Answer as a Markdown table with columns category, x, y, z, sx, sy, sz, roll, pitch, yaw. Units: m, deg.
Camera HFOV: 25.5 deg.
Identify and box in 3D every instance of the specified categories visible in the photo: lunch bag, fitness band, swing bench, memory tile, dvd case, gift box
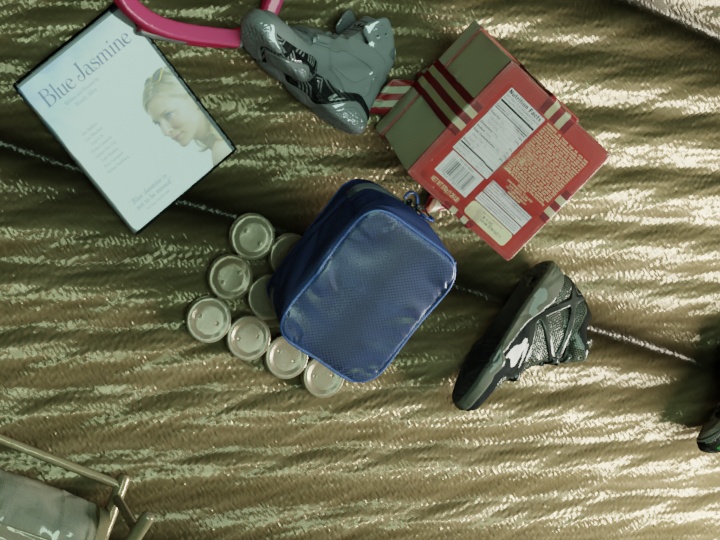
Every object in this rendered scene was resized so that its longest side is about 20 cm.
| category | x | y | z | sx | sy | sz | roll | pitch | yaw |
| --- | --- | --- | --- | --- | --- | --- | --- | --- | --- |
| lunch bag | 0.000 | 0.000 | 1.676 | 0.136 | 0.132 | 0.200 | 37 | 97 | -22 |
| fitness band | -0.168 | -0.304 | 1.631 | 0.200 | 0.037 | 0.144 | 5 | 91 | -28 |
| swing bench | -0.348 | 0.281 | 1.601 | 0.199 | 0.130 | 0.200 | 26 | 92 | -23 |
| memory tile | -0.079 | 0.039 | 1.734 | 0.200 | 0.017 | 0.153 | 28 | 86 | -22 |
| dvd case | -0.240 | -0.157 | 1.641 | 0.143 | 0.018 | 0.200 | -42 | 109 | -11 |
| gift box | 0.122 | -0.138 | 1.705 | 0.200 | 0.187 | 0.185 | -41 | 113 | 9 |

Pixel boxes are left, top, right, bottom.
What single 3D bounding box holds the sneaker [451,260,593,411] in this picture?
| category | x | y | z | sx | sy | sz | roll | pitch | yaw |
| --- | --- | --- | --- | --- | --- | --- | --- | --- | --- |
| sneaker | 0.194 | 0.098 | 1.819 | 0.114 | 0.076 | 0.199 | 42 | 76 | -15 |

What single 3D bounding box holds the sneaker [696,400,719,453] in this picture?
| category | x | y | z | sx | sy | sz | roll | pitch | yaw |
| --- | --- | --- | --- | --- | --- | --- | --- | --- | --- |
| sneaker | 0.462 | 0.136 | 1.941 | 0.085 | 0.078 | 0.200 | 39 | 73 | -15 |

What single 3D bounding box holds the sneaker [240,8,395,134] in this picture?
| category | x | y | z | sx | sy | sz | roll | pitch | yaw |
| --- | --- | --- | --- | --- | --- | --- | --- | --- | --- |
| sneaker | -0.038 | -0.238 | 1.668 | 0.200 | 0.075 | 0.115 | 41 | 76 | -43 |
